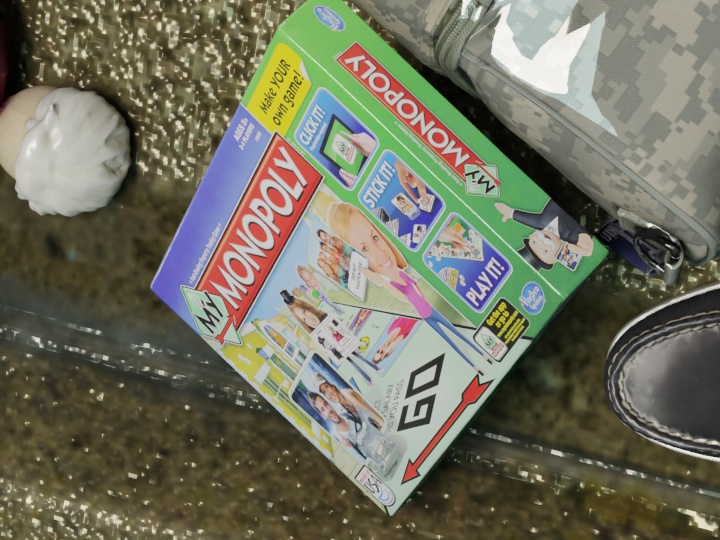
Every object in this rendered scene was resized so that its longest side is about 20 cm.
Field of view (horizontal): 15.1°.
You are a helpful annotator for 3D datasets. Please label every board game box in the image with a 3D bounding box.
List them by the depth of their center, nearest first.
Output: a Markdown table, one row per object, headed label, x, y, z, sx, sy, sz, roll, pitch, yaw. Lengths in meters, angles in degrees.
| label | x | y | z | sx | sy | sz | roll | pitch | yaw |
| --- | --- | --- | --- | --- | --- | --- | --- | --- | --- |
| board game box | 0.000 | 0.000 | 0.992 | 0.134 | 0.029 | 0.200 | 42 | 149 | 6 |

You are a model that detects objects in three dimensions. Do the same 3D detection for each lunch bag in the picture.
| label | x | y | z | sx | sy | sz | roll | pitch | yaw |
| --- | --- | --- | --- | --- | --- | --- | --- | --- | --- |
| lunch bag | 0.104 | -0.119 | 0.902 | 0.167 | 0.139 | 0.200 | 38 | 90 | 14 |

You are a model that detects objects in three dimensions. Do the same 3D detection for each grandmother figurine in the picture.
| label | x | y | z | sx | sy | sz | roll | pitch | yaw |
| --- | --- | --- | --- | --- | --- | --- | --- | --- | --- |
| grandmother figurine | -0.179 | -0.086 | 1.086 | 0.199 | 0.061 | 0.122 | 30 | 139 | 8 |

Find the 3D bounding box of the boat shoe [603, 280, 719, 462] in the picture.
| label | x | y | z | sx | sy | sz | roll | pitch | yaw |
| --- | --- | --- | --- | --- | --- | --- | --- | --- | --- |
| boat shoe | 0.178 | 0.042 | 0.975 | 0.198 | 0.060 | 0.075 | 5 | 98 | 21 |
